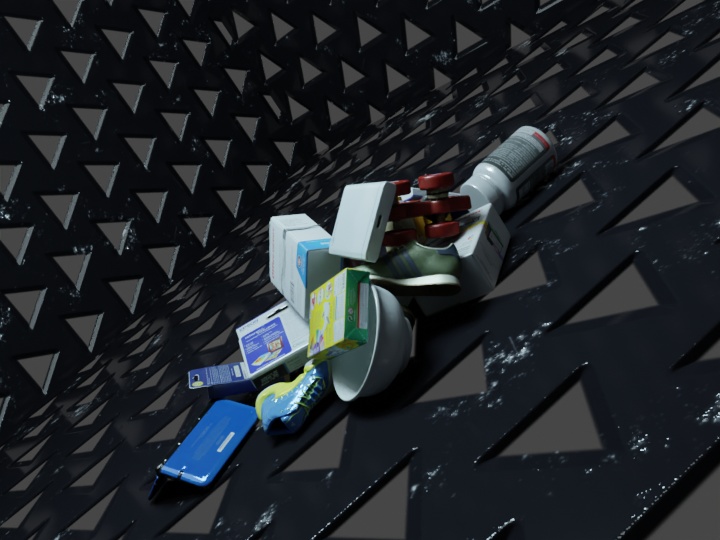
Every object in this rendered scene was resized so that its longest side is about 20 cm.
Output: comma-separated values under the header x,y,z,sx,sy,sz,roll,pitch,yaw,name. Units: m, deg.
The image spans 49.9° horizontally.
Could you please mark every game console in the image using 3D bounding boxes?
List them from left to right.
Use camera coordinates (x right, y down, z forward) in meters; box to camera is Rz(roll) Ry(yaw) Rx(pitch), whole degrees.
x,y,z,sx,sy,sz,roll,pitch,yaw,name
-0.295,0.352,1.474,0.168,0.120,0.201,10,39,24,game console

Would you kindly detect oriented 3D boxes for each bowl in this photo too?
x,y,z,sx,sy,sz,roll,pitch,yaw,name
0.026,0.118,1.269,0.201,0.089,0.205,-169,90,-70,bowl

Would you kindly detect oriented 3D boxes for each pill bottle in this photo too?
x,y,z,sx,sy,sz,roll,pitch,yaw,name
0.307,-0.200,1.616,0.199,0.115,0.114,-41,17,-18,pill bottle

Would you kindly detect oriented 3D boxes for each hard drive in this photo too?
x,y,z,sx,sy,sz,roll,pitch,yaw,name
0.000,-0.086,1.358,0.200,0.026,0.134,-169,94,-70,hard drive
0.154,-0.145,1.702,0.197,0.026,0.131,3,-12,-33,hard drive

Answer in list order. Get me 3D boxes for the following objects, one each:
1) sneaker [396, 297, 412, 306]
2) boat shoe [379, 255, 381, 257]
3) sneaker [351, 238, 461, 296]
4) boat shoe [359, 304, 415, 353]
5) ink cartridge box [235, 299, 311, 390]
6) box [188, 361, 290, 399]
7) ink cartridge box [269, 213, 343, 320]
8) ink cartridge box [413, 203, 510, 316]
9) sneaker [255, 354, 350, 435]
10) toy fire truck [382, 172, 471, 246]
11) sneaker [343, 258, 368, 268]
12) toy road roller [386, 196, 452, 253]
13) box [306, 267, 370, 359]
x,y,z,sx,sy,sz,roll,pitch,yaw,name
0.051,0.074,1.479,0.201,0.070,0.099,-54,-2,-12,sneaker
-0.006,0.016,1.724,0.085,0.075,0.202,-29,15,20,boat shoe
0.076,-0.009,1.313,0.196,0.067,0.091,2,65,15,sneaker
0.008,0.129,1.383,0.199,0.072,0.066,-28,12,9,boat shoe
-0.146,0.131,1.558,0.196,0.047,0.200,-29,27,-3,ink cartridge box
-0.247,0.217,1.572,0.196,0.033,0.121,-7,12,-12,box
-0.111,-0.012,1.552,0.082,0.148,0.200,-8,25,-25,ink cartridge box
0.183,-0.022,1.421,0.143,0.085,0.201,-25,19,31,ink cartridge box
-0.092,0.227,1.349,0.198,0.076,0.106,-32,35,13,sneaker
0.097,-0.117,1.440,0.196,0.114,0.168,-10,9,-8,toy fire truck
0.000,0.000,1.535,0.075,0.117,0.200,-22,-13,-5,sneaker
0.121,-0.088,1.611,0.144,0.125,0.200,-17,-7,7,toy road roller
-0.043,0.080,1.280,0.200,0.048,0.120,150,126,-61,box
